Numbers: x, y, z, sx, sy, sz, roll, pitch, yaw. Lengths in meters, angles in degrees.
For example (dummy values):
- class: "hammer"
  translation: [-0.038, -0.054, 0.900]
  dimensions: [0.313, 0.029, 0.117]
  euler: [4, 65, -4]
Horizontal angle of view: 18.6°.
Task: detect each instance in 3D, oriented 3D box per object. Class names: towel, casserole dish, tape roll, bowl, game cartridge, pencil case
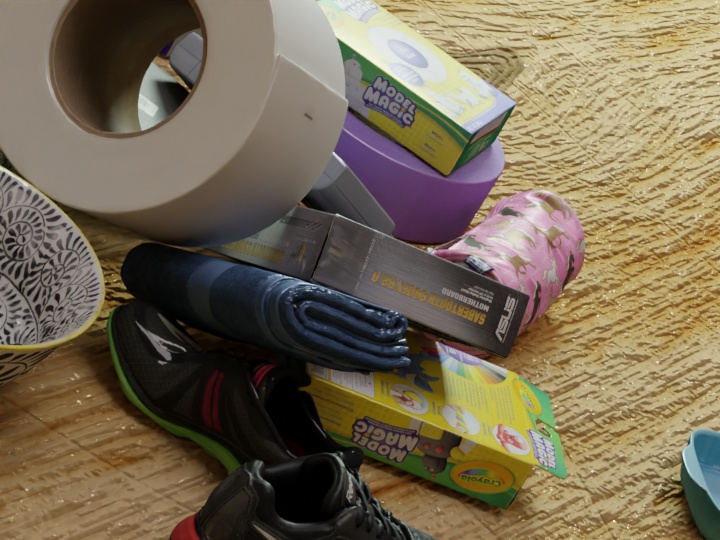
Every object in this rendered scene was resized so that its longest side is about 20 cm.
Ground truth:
- class: "towel"
  translation: [-0.065, 0.025, 1.405]
  dimensions: [0.112, 0.049, 0.200]
  euler: [20, -3, -36]
- class: "casserole dish"
  translation: [0.315, 0.186, 1.638]
  dimensions: [0.200, 0.039, 0.121]
  euler: [22, 28, -19]
- class: "tape roll"
  translation: [0.017, -0.109, 1.804]
  dimensions: [0.200, 0.066, 0.200]
  euler: [24, 27, -13]
- class: "tape roll"
  translation: [-0.124, -0.123, 1.412]
  dimensions: [0.203, 0.203, 0.139]
  euler: [41, 5, 18]
- class: "bowl"
  translation: [-0.259, 0.012, 1.284]
  dimensions: [0.200, 0.094, 0.201]
  euler: [25, 28, -14]
- class: "game cartridge"
  translation: [-0.061, -0.096, 1.646]
  dimensions: [0.200, 0.041, 0.133]
  euler: [42, -8, 36]
- class: "pencil case"
  translation: [0.109, -0.001, 1.698]
  dimensions: [0.083, 0.087, 0.200]
  euler: [6, 18, 23]

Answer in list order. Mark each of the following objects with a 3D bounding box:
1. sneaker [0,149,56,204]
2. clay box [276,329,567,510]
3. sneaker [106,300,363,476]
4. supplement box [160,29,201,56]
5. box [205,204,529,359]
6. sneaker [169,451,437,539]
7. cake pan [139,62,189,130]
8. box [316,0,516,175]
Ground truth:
- class: "sneaker"
  translation: [-0.277, -0.117, 1.505]
  dimensions: [0.086, 0.078, 0.200]
  euler: [0, 40, -40]
- class: "clay box"
  translation: [0.041, 0.092, 1.506]
  dimensions: [0.200, 0.048, 0.115]
  euler: [24, 26, -15]
- class: "sneaker"
  translation: [-0.073, 0.079, 1.371]
  dimensions: [0.200, 0.084, 0.077]
  euler: [39, 27, 15]
- class: "supplement box"
  translation: [-0.179, -0.280, 1.852]
  dimensions: [0.200, 0.103, 0.101]
  euler: [44, 30, 21]
- class: "box"
  translation: [0.000, 0.000, 1.510]
  dimensions: [0.158, 0.048, 0.200]
  euler: [21, -2, -27]
- class: "sneaker"
  translation: [-0.008, 0.158, 1.291]
  dimensions: [0.200, 0.098, 0.071]
  euler: [16, 29, -30]
- class: "cake pan"
  translation: [-0.172, -0.110, 1.608]
  dimensions: [0.200, 0.037, 0.200]
  euler: [33, 22, -15]
- class: "box"
  translation: [0.020, -0.163, 1.777]
  dimensions: [0.200, 0.048, 0.117]
  euler: [34, 26, 9]
